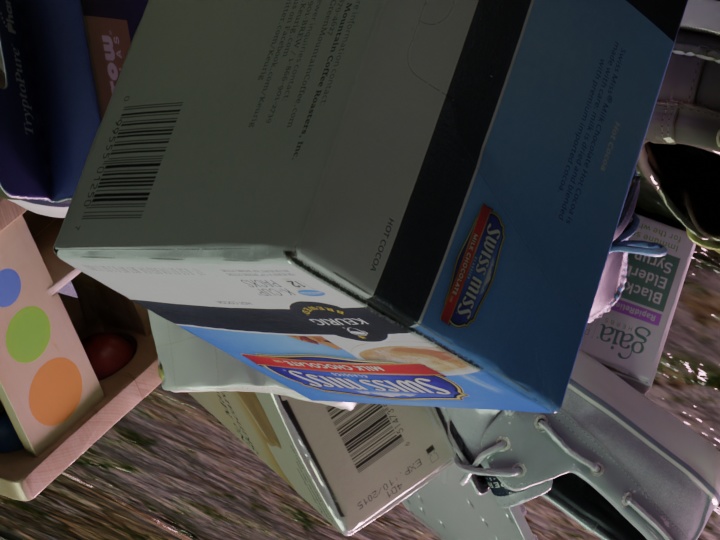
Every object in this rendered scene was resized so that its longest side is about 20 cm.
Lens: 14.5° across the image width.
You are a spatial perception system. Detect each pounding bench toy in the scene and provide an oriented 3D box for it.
[{"bbox_3d":[-0.207,0.009,1.409,0.200,0.124,0.156,14,136,43],"label":"pounding bench toy"}]

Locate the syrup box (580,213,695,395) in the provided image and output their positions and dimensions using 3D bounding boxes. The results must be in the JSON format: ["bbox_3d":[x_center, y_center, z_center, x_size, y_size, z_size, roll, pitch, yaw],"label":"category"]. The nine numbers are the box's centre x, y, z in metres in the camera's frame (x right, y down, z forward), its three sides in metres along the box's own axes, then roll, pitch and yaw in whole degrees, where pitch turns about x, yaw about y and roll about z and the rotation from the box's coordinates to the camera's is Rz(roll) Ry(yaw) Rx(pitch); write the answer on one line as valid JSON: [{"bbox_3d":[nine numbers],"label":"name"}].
[{"bbox_3d":[0.102,0.032,1.394,0.078,0.082,0.200,19,162,2],"label":"syrup box"}]

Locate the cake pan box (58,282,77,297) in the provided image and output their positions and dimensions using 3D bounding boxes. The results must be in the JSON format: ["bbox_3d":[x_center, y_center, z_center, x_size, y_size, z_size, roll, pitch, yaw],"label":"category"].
[{"bbox_3d":[-0.121,0.003,1.617,0.199,0.052,0.184,23,161,-13],"label":"cake pan box"}]

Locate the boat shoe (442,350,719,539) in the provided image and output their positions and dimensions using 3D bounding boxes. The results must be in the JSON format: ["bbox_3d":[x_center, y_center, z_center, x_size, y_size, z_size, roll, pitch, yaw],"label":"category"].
[{"bbox_3d":[0.081,0.076,1.288,0.200,0.072,0.070,32,161,-22],"label":"boat shoe"}]

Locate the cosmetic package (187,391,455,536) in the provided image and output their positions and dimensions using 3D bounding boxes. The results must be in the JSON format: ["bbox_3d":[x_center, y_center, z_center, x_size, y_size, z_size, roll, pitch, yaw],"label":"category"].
[{"bbox_3d":[-0.042,0.041,1.428,0.200,0.071,0.105,34,155,58],"label":"cosmetic package"}]

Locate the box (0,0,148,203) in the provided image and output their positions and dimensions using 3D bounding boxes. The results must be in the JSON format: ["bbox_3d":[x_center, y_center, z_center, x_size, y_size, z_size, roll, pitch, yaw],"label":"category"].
[{"bbox_3d":[-0.078,-0.083,1.038,0.032,0.122,0.200,-13,174,26],"label":"box"}]

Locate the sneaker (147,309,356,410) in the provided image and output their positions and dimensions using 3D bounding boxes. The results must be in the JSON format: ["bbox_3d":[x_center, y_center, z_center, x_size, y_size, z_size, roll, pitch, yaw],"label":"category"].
[{"bbox_3d":[0.000,0.000,1.222,0.199,0.116,0.074,-10,-179,-14],"label":"sneaker"}]

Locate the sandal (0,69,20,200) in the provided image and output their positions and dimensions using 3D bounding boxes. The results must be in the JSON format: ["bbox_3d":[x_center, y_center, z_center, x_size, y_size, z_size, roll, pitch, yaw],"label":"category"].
[{"bbox_3d":[-0.184,-0.073,1.063,0.080,0.054,0.200,18,163,26],"label":"sandal"}]

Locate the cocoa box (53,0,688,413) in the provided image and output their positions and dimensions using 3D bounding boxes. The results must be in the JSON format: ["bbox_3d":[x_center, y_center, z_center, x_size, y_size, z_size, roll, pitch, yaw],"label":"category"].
[{"bbox_3d":[0.012,-0.067,0.964,0.131,0.201,0.133,31,160,-38],"label":"cocoa box"}]

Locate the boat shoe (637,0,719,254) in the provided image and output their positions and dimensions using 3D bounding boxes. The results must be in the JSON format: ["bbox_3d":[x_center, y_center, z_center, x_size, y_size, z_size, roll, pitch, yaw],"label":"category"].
[{"bbox_3d":[0.148,-0.040,1.141,0.072,0.060,0.202,12,162,23],"label":"boat shoe"}]

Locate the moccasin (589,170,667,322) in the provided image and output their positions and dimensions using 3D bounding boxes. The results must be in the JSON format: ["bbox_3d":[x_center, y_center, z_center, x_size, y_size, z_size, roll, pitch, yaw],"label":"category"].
[{"bbox_3d":[0.076,-0.029,1.157,0.068,0.080,0.200,49,172,35],"label":"moccasin"}]

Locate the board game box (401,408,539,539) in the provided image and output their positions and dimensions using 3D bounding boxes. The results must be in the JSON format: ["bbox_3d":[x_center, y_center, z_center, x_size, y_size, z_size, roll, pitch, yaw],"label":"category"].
[{"bbox_3d":[0.036,0.073,1.439,0.200,0.026,0.200,34,154,60],"label":"board game box"}]

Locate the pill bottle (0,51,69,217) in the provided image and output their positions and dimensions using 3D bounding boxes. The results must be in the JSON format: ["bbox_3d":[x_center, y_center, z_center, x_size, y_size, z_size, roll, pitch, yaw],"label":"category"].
[{"bbox_3d":[-0.128,-0.090,1.211,0.111,0.111,0.200,19,164,0],"label":"pill bottle"}]
